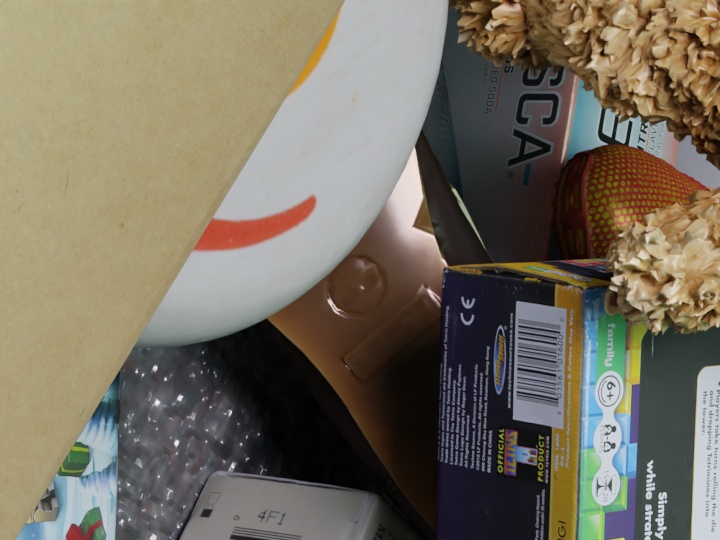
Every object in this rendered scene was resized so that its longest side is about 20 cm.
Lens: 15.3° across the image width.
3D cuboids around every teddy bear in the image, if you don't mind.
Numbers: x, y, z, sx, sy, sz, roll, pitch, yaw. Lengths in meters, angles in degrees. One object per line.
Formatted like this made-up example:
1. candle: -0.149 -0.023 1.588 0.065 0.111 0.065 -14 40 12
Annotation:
1. teddy bear: 0.103 -0.055 0.626 0.145 0.201 0.067 -30 150 2

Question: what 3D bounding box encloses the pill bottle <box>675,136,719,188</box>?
1. pill bottle: 0.167 -0.066 0.942 0.200 0.111 0.112 -16 105 -49

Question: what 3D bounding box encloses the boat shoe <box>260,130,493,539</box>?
1. boat shoe: 0.000 0.000 0.755 0.201 0.070 0.070 60 1 -1

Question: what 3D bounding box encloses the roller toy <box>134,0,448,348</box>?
1. roller toy: -0.071 -0.073 0.621 0.200 0.139 0.184 26 71 -45

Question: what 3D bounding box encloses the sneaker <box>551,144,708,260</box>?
1. sneaker: 0.133 0.021 0.811 0.200 0.077 0.073 37 54 -32

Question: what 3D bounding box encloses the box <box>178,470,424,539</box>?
1. box: 0.017 0.145 0.807 0.200 0.068 0.082 45 59 -41

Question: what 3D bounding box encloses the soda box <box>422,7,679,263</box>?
1. soda box: 0.058 -0.049 0.843 0.063 0.068 0.201 22 75 -48

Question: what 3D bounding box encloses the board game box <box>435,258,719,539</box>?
1. board game box: 0.096 0.095 0.714 0.165 0.057 0.201 -2 97 -41

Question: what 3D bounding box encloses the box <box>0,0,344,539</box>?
1. box: -0.100 -0.028 0.503 0.163 0.021 0.201 36 82 -36

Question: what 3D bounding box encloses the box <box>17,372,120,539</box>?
1. box: -0.121 0.118 0.659 0.137 0.040 0.201 -2 95 -49
